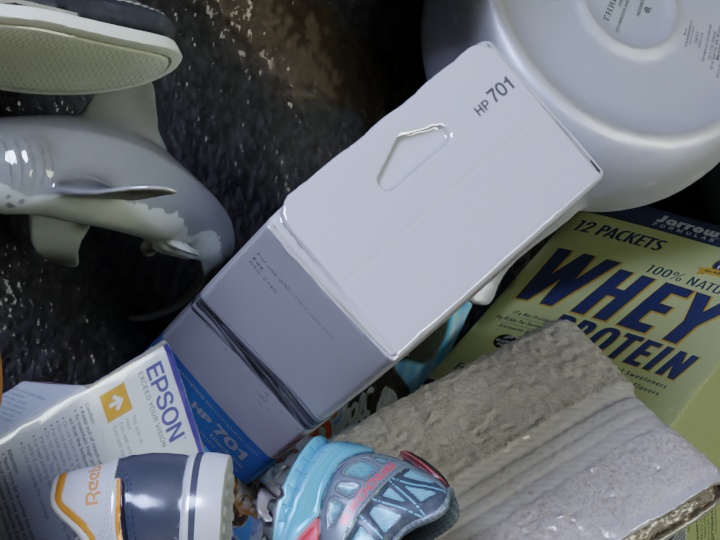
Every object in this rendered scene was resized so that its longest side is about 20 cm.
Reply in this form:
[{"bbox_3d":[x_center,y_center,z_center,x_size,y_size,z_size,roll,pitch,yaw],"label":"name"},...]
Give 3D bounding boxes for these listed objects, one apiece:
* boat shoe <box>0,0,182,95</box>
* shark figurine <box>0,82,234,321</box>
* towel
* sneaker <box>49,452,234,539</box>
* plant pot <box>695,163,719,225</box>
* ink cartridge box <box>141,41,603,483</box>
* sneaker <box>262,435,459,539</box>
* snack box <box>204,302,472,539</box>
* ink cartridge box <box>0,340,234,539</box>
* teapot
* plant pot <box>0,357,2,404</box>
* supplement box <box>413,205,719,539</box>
[{"bbox_3d":[-0.162,-0.116,1.109,0.200,0.072,0.068,10,66,-28],"label":"boat shoe"},{"bbox_3d":[-0.096,-0.045,1.204,0.214,0.128,0.090,25,63,-52],"label":"shark figurine"},{"bbox_3d":[0.059,0.105,1.308,0.200,0.133,0.035,-28,146,-22],"label":"towel"},{"bbox_3d":[-0.094,0.160,1.162,0.078,0.079,0.200,-85,177,-61],"label":"sneaker"},{"bbox_3d":[0.292,-0.032,1.618,0.196,0.200,0.200,-111,175,-55],"label":"plant pot"},{"bbox_3d":[0.000,0.000,1.244,0.146,0.200,0.086,-40,90,-28],"label":"ink cartridge box"},{"bbox_3d":[-0.002,0.176,1.202,0.079,0.095,0.200,19,79,-75],"label":"sneaker"},{"bbox_3d":[-0.019,0.064,1.382,0.116,0.037,0.200,51,55,-42],"label":"snack box"},{"bbox_3d":[-0.144,0.155,1.192,0.200,0.043,0.197,-31,119,-31],"label":"ink cartridge box"},{"bbox_3d":[0.109,-0.112,1.452,0.200,0.146,0.198,-21,78,-31],"label":"teapot"},{"bbox_3d":[-0.223,0.053,1.004,0.140,0.200,0.200,-49,132,-60],"label":"plant pot"},{"bbox_3d":[0.141,0.103,1.489,0.200,0.134,0.200,-46,142,-40],"label":"supplement box"}]
